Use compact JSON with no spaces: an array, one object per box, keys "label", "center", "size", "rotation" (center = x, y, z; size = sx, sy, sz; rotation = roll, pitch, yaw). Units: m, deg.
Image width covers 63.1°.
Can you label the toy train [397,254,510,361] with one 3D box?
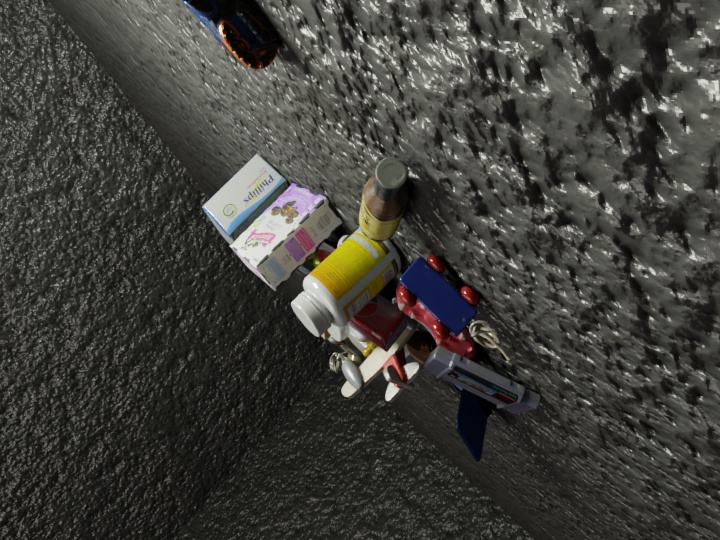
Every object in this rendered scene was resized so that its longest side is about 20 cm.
[{"label":"toy train","center":[0.148,0.072,0.912],"size":[0.200,0.085,0.116],"rotation":[44,179,11]}]

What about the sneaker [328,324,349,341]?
[{"label":"sneaker","center":[-0.035,0.066,1.241],"size":[0.201,0.112,0.076],"rotation":[-127,29,-52]}]

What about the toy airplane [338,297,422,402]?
[{"label":"toy airplane","center":[0.042,0.154,1.160],"size":[0.140,0.204,0.198],"rotation":[35,154,-21]}]

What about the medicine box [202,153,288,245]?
[{"label":"medicine box","center":[-0.258,-0.143,1.407],"size":[0.103,0.182,0.201],"rotation":[41,168,14]}]

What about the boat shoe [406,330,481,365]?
[{"label":"boat shoe","center":[0.159,0.156,1.188],"size":[0.198,0.072,0.068],"rotation":[20,148,54]}]

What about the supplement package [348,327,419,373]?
[{"label":"supplement package","center":[0.064,0.168,1.437],"size":[0.199,0.121,0.121],"rotation":[40,168,32]}]

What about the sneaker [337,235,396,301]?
[{"label":"sneaker","center":[0.000,0.000,1.207],"size":[0.077,0.076,0.201],"rotation":[33,163,45]}]

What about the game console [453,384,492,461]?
[{"label":"game console","center":[0.219,0.299,1.318],"size":[0.170,0.118,0.202],"rotation":[35,164,43]}]

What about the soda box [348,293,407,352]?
[{"label":"soda box","center":[-0.008,0.066,1.115],"size":[0.198,0.070,0.064],"rotation":[32,160,30]}]

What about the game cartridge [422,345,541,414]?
[{"label":"game cartridge","center":[0.210,0.200,1.047],"size":[0.196,0.039,0.130],"rotation":[26,167,4]}]

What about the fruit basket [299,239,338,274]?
[{"label":"fruit basket","center":[-0.090,-0.033,1.337],"size":[0.184,0.096,0.198],"rotation":[33,172,-40]}]

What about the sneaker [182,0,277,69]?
[{"label":"sneaker","center":[-0.191,-0.343,0.756],"size":[0.202,0.075,0.078],"rotation":[53,170,-20]}]

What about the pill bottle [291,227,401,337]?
[{"label":"pill bottle","center":[-0.027,0.021,1.041],"size":[0.109,0.199,0.110],"rotation":[42,162,17]}]

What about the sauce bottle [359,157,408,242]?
[{"label":"sauce bottle","center":[0.032,-0.096,0.797],"size":[0.065,0.065,0.200],"rotation":[44,167,8]}]

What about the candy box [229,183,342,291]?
[{"label":"candy box","center":[-0.158,-0.075,1.222],"size":[0.072,0.200,0.167],"rotation":[51,167,-34]}]

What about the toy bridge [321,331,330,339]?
[{"label":"toy bridge","center":[-0.016,0.091,1.295],"size":[0.067,0.196,0.028],"rotation":[37,141,49]}]

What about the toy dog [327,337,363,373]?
[{"label":"toy dog","center":[-0.015,0.204,1.650],"size":[0.199,0.094,0.136],"rotation":[-9,-89,-70]}]

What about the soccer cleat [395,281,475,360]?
[{"label":"soccer cleat","center":[0.140,0.088,1.067],"size":[0.199,0.066,0.077],"rotation":[42,-152,-17]}]
